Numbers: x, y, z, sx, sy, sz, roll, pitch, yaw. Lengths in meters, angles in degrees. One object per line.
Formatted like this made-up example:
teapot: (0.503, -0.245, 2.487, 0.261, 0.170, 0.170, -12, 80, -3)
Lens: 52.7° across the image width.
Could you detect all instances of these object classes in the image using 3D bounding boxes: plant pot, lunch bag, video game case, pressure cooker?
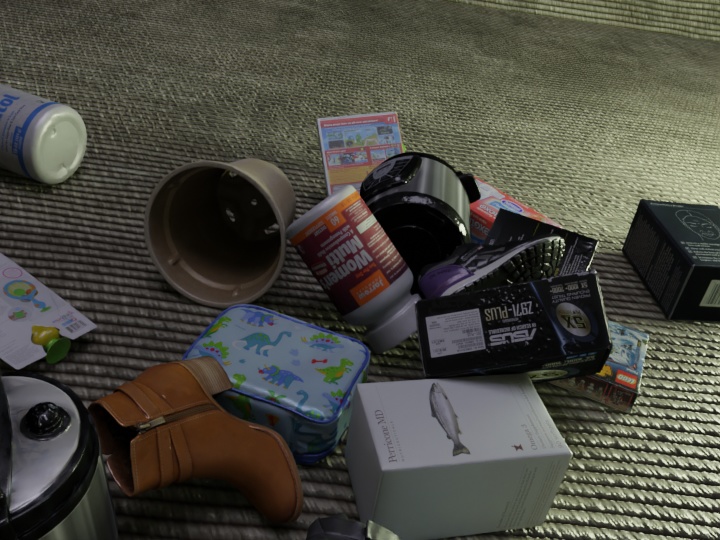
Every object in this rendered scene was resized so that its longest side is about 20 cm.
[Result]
plant pot: (-0.178, -0.075, 1.041, 0.197, 0.203, 0.184, 13, 22, 6)
lunch bag: (-0.094, 0.123, 0.843, 0.197, 0.083, 0.161, 17, 35, 12)
video game case: (0.009, -0.165, 1.221, 0.141, 0.017, 0.203, -7, 78, -10)
pressure cooker: (0.076, -0.075, 1.085, 0.174, 0.180, 0.201, 19, 34, -3)
pressure cooker: (-0.296, 0.181, 0.595, 0.174, 0.202, 0.179, 18, 38, 16)

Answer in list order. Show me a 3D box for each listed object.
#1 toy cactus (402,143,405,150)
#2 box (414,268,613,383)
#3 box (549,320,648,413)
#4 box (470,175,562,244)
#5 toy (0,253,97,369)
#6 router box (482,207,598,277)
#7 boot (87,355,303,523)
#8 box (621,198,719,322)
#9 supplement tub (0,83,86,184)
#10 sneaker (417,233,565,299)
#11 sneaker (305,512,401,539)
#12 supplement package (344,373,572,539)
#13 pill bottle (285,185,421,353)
toy cactus: (0.049, -0.155, 1.301, 0.164, 0.103, 0.200, 36, 36, 6)
box: (0.173, 0.079, 0.831, 0.197, 0.164, 0.087, -10, 71, 10)
box: (0.286, 0.104, 0.999, 0.198, 0.040, 0.137, 21, 36, 17)
box: (0.210, -0.065, 1.181, 0.102, 0.096, 0.199, -23, 46, -38)
toy: (-0.436, 0.055, 0.891, 0.198, 0.048, 0.115, 28, 35, 20)
router box: (0.225, 0.016, 0.993, 0.147, 0.051, 0.201, 21, 53, 17)
boot: (-0.151, 0.175, 0.684, 0.201, 0.076, 0.155, 57, 28, 9)
box: (0.542, -0.018, 1.182, 0.146, 0.108, 0.201, 3, 35, -8)
supplement tub: (-0.571, -0.231, 1.204, 0.197, 0.133, 0.132, 18, 35, 14)
sneaker: (0.167, -0.014, 0.941, 0.198, 0.076, 0.088, -23, 46, -15)
sneaker: (0.032, 0.281, 0.611, 0.199, 0.077, 0.112, 33, 29, -6)
supplement package: (0.094, 0.192, 0.755, 0.197, 0.119, 0.118, -1, 36, -15)
pill bottle: (0.000, 0.000, 0.943, 0.201, 0.109, 0.109, 55, 41, -4)
